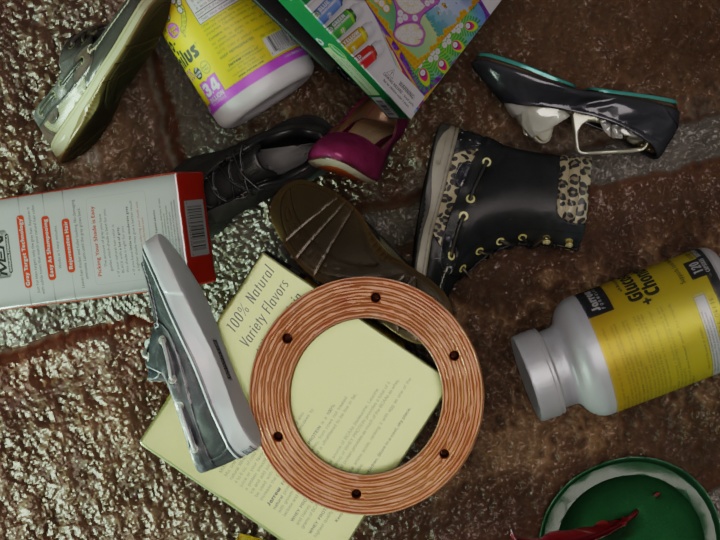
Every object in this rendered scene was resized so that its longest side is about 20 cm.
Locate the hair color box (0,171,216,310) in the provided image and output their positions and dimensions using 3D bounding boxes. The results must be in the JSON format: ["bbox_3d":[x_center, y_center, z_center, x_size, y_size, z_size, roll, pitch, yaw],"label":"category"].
[{"bbox_3d":[-0.234,-0.026,1.552,0.198,0.061,0.103,-6,92,19],"label":"hair color box"}]

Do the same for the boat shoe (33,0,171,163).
[{"bbox_3d":[-0.236,-0.182,1.544,0.066,0.072,0.201,42,126,7],"label":"boat shoe"}]

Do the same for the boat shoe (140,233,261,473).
[{"bbox_3d":[-0.150,0.070,1.452,0.067,0.072,0.202,-25,81,8],"label":"boat shoe"}]

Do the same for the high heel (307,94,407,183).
[{"bbox_3d":[0.001,-0.129,1.520,0.067,0.200,0.097,17,95,4],"label":"high heel"}]

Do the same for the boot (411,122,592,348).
[{"bbox_3d":[0.125,-0.022,1.583,0.152,0.073,0.206,9,87,0],"label":"boot"}]

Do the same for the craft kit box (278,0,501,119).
[{"bbox_3d":[0.029,-0.268,1.484,0.200,0.048,0.198,43,73,-25],"label":"craft kit box"}]

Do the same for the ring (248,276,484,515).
[{"bbox_3d":[0.005,0.105,1.471,0.198,0.019,0.203,0,93,1],"label":"ring"}]

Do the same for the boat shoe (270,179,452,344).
[{"bbox_3d":[0.000,0.000,1.532,0.073,0.065,0.200,-44,71,-6],"label":"boat shoe"}]

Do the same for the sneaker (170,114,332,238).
[{"bbox_3d":[-0.113,-0.085,1.572,0.199,0.091,0.076,-31,92,0],"label":"sneaker"}]

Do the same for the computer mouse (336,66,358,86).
[{"bbox_3d":[0.030,-0.272,1.556,0.200,0.053,0.139,-40,93,-7],"label":"computer mouse"}]

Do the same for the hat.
[{"bbox_3d":[0.241,0.261,1.536,0.198,0.176,0.167,-19,91,-1],"label":"hat"}]

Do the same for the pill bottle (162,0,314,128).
[{"bbox_3d":[-0.133,-0.236,1.563,0.104,0.104,0.201,-32,90,-1],"label":"pill bottle"}]

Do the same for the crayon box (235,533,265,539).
[{"bbox_3d":[-0.063,0.317,1.571,0.198,0.051,0.128,17,116,-2],"label":"crayon box"}]

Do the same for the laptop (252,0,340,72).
[{"bbox_3d":[-0.063,-0.309,1.519,0.200,0.116,0.188,41,78,-26],"label":"laptop"}]

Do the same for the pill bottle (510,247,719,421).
[{"bbox_3d":[0.241,0.063,1.568,0.198,0.112,0.113,-20,91,-2],"label":"pill bottle"}]

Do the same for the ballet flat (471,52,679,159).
[{"bbox_3d":[0.192,-0.143,1.589,0.198,0.073,0.074,14,90,-4],"label":"ballet flat"}]

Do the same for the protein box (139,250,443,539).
[{"bbox_3d":[-0.056,0.120,1.551,0.199,0.135,0.200,34,90,-2],"label":"protein box"}]
